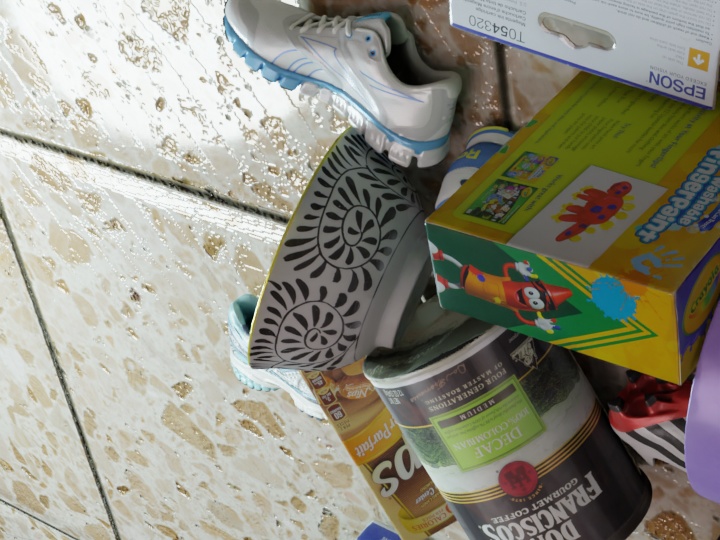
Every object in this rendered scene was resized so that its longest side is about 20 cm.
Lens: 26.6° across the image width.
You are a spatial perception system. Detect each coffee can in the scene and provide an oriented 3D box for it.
[{"bbox_3d":[0.113,0.120,1.172,0.146,0.146,0.200,-14,113,50],"label":"coffee can"}]

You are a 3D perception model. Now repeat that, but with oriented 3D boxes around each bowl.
[{"bbox_3d":[0.000,0.000,1.145,0.094,0.201,0.201,23,140,7],"label":"bowl"}]

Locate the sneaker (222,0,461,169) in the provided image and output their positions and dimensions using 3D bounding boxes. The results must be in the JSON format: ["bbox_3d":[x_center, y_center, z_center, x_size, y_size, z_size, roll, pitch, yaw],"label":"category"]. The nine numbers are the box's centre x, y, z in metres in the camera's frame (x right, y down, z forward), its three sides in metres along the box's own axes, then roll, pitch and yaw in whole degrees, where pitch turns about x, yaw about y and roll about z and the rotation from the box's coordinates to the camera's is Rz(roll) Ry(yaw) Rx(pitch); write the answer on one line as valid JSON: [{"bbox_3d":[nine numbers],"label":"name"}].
[{"bbox_3d":[-0.008,-0.162,1.107,0.200,0.075,0.087,32,132,11],"label":"sneaker"}]

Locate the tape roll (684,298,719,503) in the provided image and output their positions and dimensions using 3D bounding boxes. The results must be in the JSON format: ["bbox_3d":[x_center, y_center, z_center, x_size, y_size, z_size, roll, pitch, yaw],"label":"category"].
[{"bbox_3d":[0.275,0.057,0.905,0.085,0.200,0.200,20,136,32],"label":"tape roll"}]

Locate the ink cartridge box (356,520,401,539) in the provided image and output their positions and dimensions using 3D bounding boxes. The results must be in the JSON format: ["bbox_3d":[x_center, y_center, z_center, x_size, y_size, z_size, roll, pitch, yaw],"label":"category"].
[{"bbox_3d":[0.092,0.358,1.492,0.196,0.043,0.200,19,134,32],"label":"ink cartridge box"}]

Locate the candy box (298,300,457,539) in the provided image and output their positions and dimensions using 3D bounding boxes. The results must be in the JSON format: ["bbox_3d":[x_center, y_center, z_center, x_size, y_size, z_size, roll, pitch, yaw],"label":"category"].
[{"bbox_3d":[0.038,0.117,1.267,0.200,0.115,0.055,60,-177,-16],"label":"candy box"}]

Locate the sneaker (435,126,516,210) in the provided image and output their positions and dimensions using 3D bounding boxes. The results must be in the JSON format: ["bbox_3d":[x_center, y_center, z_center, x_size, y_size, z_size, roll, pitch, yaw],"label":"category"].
[{"bbox_3d":[0.136,-0.011,1.082,0.200,0.082,0.074,40,142,7],"label":"sneaker"}]

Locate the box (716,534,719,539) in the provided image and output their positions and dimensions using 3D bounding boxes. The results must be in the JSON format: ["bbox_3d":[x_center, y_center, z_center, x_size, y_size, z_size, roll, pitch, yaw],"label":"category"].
[{"bbox_3d":[0.331,0.238,1.104,0.160,0.044,0.200,17,139,3],"label":"box"}]

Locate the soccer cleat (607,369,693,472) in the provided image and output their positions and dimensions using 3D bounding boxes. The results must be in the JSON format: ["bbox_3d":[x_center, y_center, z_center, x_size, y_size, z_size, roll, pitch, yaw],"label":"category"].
[{"bbox_3d":[0.267,0.116,1.088,0.200,0.069,0.085,0,134,47],"label":"soccer cleat"}]

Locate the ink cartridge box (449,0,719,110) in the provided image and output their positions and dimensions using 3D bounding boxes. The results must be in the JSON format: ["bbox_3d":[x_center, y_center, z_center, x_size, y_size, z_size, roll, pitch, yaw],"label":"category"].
[{"bbox_3d":[0.142,-0.215,0.920,0.196,0.043,0.200,23,140,27],"label":"ink cartridge box"}]

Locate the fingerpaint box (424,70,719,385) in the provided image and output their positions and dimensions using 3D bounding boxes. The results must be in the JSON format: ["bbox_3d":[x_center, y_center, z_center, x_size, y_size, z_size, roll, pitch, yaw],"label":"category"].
[{"bbox_3d":[0.166,-0.037,0.928,0.167,0.200,0.073,17,136,34],"label":"fingerpaint box"}]

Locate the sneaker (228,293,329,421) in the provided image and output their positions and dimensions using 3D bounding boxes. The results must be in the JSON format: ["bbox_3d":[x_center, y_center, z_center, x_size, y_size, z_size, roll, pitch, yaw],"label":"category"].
[{"bbox_3d":[-0.048,0.072,1.349,0.200,0.078,0.086,12,128,38],"label":"sneaker"}]
